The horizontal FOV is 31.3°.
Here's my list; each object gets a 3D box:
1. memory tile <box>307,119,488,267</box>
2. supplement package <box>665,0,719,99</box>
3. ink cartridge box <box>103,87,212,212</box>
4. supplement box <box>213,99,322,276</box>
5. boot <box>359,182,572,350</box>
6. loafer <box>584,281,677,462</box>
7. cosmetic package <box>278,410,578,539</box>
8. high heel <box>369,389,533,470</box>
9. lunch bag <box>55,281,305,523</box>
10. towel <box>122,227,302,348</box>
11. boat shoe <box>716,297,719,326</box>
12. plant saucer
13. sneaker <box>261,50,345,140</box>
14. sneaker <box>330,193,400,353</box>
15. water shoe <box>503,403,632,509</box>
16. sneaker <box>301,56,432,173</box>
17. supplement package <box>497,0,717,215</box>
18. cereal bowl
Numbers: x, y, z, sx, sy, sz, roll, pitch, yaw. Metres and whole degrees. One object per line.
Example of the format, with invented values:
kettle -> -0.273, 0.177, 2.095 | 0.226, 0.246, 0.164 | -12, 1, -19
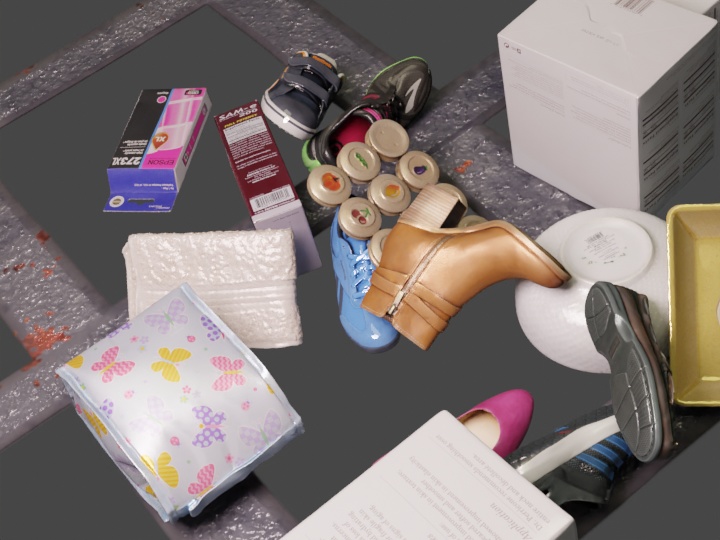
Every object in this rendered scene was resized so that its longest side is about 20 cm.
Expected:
memory tile -> 0.049, -0.067, 1.426 | 0.200, 0.017, 0.153 | 47, 57, 6
supplement package -> 0.334, -0.288, 1.532 | 0.200, 0.156, 0.111 | 33, 64, 34
ink cartridge box -> -0.263, -0.157, 1.655 | 0.095, 0.037, 0.200 | 1, 52, 16
supplement box -> -0.110, -0.095, 1.508 | 0.061, 0.109, 0.200 | -20, 47, -3
boot -> 0.105, 0.016, 1.325 | 0.200, 0.074, 0.155 | 29, 89, 33
loafer -> 0.267, 0.089, 1.199 | 0.063, 0.072, 0.200 | 4, 47, -17
cosmetic package -> 0.063, 0.267, 1.105 | 0.200, 0.166, 0.167 | -36, 50, -18
high heel -> 0.088, 0.163, 1.237 | 0.200, 0.096, 0.067 | -34, 49, -15
lunch bag -> -0.180, 0.144, 1.302 | 0.170, 0.127, 0.200 | -37, 60, -19
towel -> -0.164, 0.021, 1.416 | 0.200, 0.133, 0.034 | -2, 7, 13
boat shoe -> 0.398, 0.098, 1.190 | 0.072, 0.065, 0.200 | -29, 75, 7
plant saucer -> 0.404, 0.035, 1.259 | 0.200, 0.048, 0.200 | -1, 81, 13
sneaker -> -0.068, -0.222, 1.571 | 0.079, 0.078, 0.200 | -54, 11, 18
sneaker -> 0.000, 0.000, 1.419 | 0.066, 0.078, 0.200 | -12, 49, 1
water shoe -> 0.215, 0.184, 1.216 | 0.200, 0.079, 0.071 | -20, 1, -26
sneaker -> 0.019, -0.182, 1.560 | 0.200, 0.077, 0.084 | -45, 17, -13
supplement package -> 0.278, -0.193, 1.432 | 0.147, 0.200, 0.191 | -41, 53, -22
cereal bowl -> 0.259, 0.006, 1.342 | 0.200, 0.083, 0.200 | -7, 49, 9
